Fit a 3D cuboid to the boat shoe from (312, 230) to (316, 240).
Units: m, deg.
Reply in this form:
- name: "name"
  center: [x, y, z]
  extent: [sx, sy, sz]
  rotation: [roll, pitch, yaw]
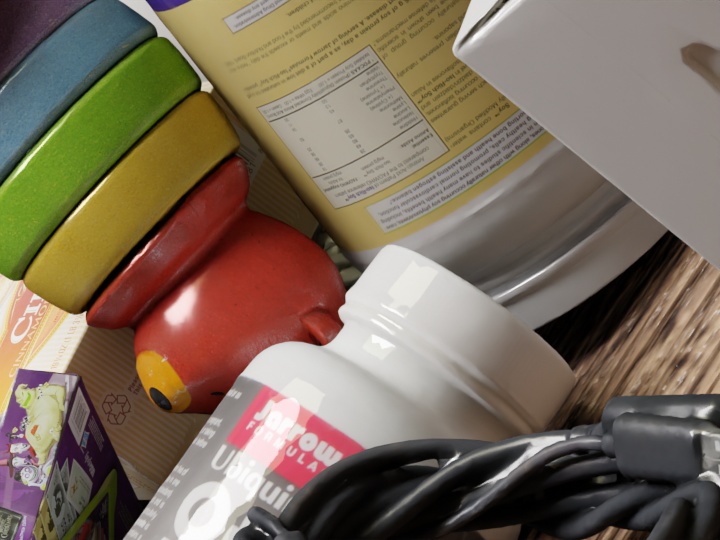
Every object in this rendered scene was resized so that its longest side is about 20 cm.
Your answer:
- name: "boat shoe"
  center: [-0.036, 0.002, 1.268]
  extent: [0.066, 0.072, 0.201]
  rotation: [-1, 47, 38]

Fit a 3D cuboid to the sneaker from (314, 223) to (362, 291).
- name: "sneaker"
  center: [0.000, 0.000, 1.175]
  extent: [0.073, 0.085, 0.200]
  rotation: [-5, 25, 12]

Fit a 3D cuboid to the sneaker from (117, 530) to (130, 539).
- name: "sneaker"
  center: [-0.044, 0.107, 1.109]
  extent: [0.076, 0.088, 0.200]
  rotation: [-39, 19, 45]

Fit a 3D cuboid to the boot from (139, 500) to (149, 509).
- name: "boot"
  center: [-0.097, 0.100, 1.336]
  extent: [0.204, 0.073, 0.154]
  rotation: [-38, 17, 43]

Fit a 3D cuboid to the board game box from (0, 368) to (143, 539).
- name: "board game box"
  center: [-0.110, 0.133, 1.103]
  extent: [0.200, 0.032, 0.120]
  rotation: [76, -159, -60]

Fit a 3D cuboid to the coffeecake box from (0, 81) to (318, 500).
- name: "coffeecake box"
  center: [-0.117, 0.013, 1.219]
  extent: [0.200, 0.073, 0.154]
  rotation: [-7, 52, 56]

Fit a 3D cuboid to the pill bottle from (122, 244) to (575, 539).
- name: "pill bottle"
  center: [-0.016, 0.095, 0.998]
  extent: [0.200, 0.111, 0.111]
  rotation: [-55, 14, -8]

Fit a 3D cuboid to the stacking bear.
- name: "stacking bear"
  center: [-0.090, -0.026, 1.073]
  extent: [0.114, 0.200, 0.121]
  rotation: [-46, 0, -29]

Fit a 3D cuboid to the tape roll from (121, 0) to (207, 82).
- name: "tape roll"
  center: [-0.118, -0.050, 1.502]
  extent: [0.203, 0.203, 0.139]
  rotation: [-45, 16, 29]

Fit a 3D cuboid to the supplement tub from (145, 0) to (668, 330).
- name: "supplement tub"
  center: [0.023, -0.086, 1.086]
  extent: [0.145, 0.200, 0.145]
  rotation: [-35, 15, 11]

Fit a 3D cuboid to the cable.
- name: "cable"
  center: [0.031, 0.089, 0.854]
  extent: [0.163, 0.051, 0.200]
  rotation: [-33, 19, -35]

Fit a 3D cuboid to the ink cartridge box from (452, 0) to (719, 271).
- name: "ink cartridge box"
  center: [0.127, -0.106, 0.954]
  extent: [0.086, 0.148, 0.200]
  rotation: [-41, 17, 41]
